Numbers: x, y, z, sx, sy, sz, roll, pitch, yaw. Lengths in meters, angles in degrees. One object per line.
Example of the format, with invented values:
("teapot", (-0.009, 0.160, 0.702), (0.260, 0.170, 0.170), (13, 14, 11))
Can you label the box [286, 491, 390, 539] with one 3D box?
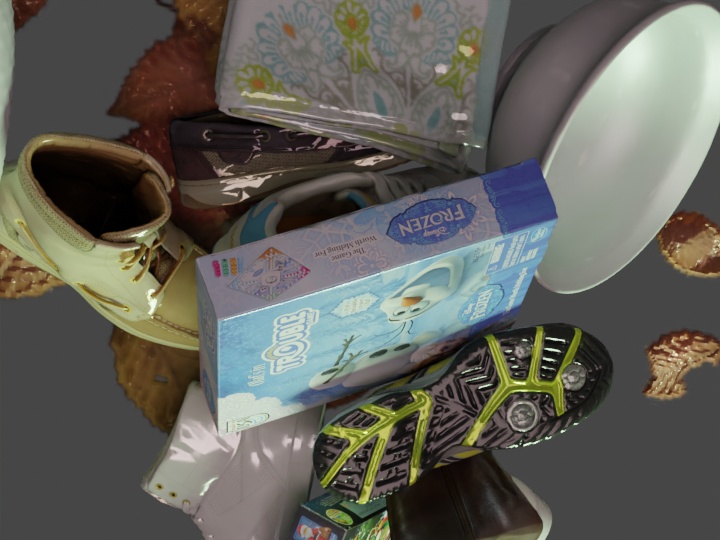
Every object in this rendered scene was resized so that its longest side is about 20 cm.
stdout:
("box", (-0.032, 0.241, 1.193), (0.037, 0.136, 0.202), (26, 104, 18))

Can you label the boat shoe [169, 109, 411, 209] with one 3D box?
("boat shoe", (-0.026, -0.094, 1.119), (0.198, 0.072, 0.065), (-16, 113, 1))

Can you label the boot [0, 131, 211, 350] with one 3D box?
("boot", (-0.133, -0.016, 1.077), (0.199, 0.155, 0.073), (33, 72, -15))

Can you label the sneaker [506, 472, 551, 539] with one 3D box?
("sneaker", (0.040, 0.217, 1.229), (0.085, 0.073, 0.200), (41, 86, -29))

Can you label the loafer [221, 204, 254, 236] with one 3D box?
("loafer", (0.000, 0.000, 1.155), (0.199, 0.076, 0.069), (26, 101, -26))

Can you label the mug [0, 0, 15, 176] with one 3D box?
("mug", (-0.283, -0.133, 1.006), (0.147, 0.199, 0.177), (-7, 120, -42))

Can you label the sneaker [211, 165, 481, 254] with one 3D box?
("sneaker", (0.010, -0.025, 1.078), (0.199, 0.081, 0.077), (-18, 78, -33))

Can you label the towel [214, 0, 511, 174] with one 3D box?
("towel", (0.007, -0.172, 1.077), (0.169, 0.048, 0.202), (12, 81, -13))

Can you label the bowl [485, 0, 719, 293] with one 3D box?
("bowl", (0.141, -0.094, 1.116), (0.200, 0.090, 0.202), (-34, 142, -31))

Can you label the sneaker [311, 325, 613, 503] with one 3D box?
("sneaker", (0.061, 0.081, 1.103), (0.198, 0.076, 0.076), (-17, 95, -5))

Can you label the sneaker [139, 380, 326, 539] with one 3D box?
("sneaker", (-0.095, 0.168, 1.199), (0.114, 0.074, 0.202), (11, 108, 0))

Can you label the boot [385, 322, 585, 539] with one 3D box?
("boot", (0.093, 0.122, 1.139), (0.185, 0.200, 0.065), (-27, 113, 0))

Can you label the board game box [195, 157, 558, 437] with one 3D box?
("board game box", (0.004, 0.021, 1.031), (0.197, 0.200, 0.044), (-16, 69, -11))
